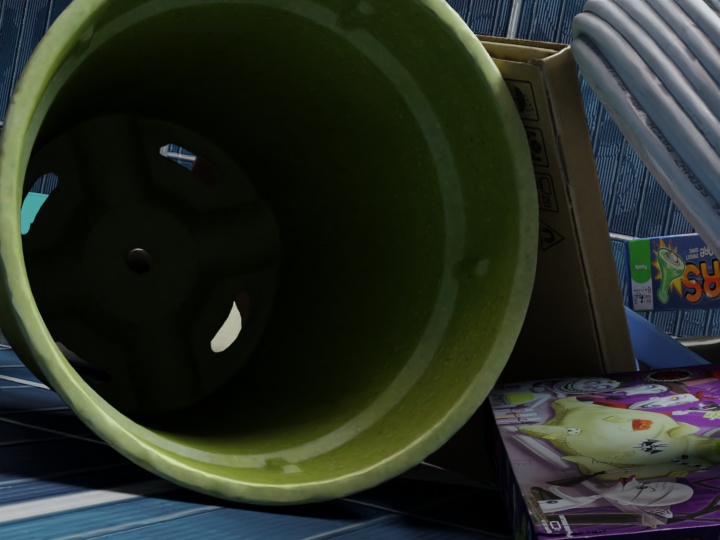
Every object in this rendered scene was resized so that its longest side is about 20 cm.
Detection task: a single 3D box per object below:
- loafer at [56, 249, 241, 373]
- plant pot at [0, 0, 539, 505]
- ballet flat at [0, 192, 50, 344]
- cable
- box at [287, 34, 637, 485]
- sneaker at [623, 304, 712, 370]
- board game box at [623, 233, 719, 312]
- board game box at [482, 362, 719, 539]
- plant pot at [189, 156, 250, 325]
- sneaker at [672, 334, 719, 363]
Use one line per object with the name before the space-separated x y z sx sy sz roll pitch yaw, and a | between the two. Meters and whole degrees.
loafer | -0.105 0.021 1.029 0.076 0.068 0.200 10 2 -29
plant pot | -0.061 -0.011 0.789 0.200 0.201 0.184 10 -10 -21
ballet flat | -0.180 0.007 0.911 0.067 0.070 0.200 43 19 13
cable | 0.152 -0.024 0.710 0.200 0.069 0.200 45 8 -50
box | 0.038 -0.002 0.834 0.021 0.200 0.163 -32 29 -34
sneaker | 0.138 0.076 0.915 0.200 0.078 0.070 32 -2 -3
board game box | 0.237 -0.007 0.917 0.200 0.035 0.135 -5 0 -31
board game box | 0.107 0.066 0.681 0.120 0.032 0.200 -1 9 -2
plant pot | 0.005 -0.006 1.187 0.200 0.187 0.187 25 -2 -16
sneaker | 0.147 0.070 1.025 0.199 0.076 0.114 -6 -20 -3
